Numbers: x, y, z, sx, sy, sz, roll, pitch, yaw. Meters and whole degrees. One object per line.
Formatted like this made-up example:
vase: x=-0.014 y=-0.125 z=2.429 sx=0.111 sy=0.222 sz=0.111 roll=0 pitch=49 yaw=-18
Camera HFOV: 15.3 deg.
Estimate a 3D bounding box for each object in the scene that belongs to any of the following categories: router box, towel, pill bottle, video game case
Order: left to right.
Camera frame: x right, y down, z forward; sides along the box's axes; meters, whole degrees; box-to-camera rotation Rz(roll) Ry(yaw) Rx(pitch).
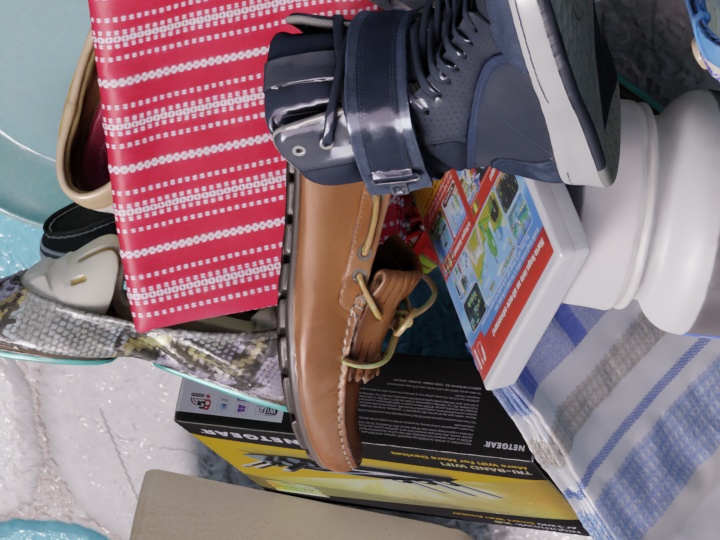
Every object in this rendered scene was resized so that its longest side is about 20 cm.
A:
towel: x=-0.051 y=-0.074 z=1.273 sx=0.144 sy=0.022 sz=0.201 roll=-10 pitch=113 yaw=-11
router box: x=0.021 y=0.089 z=1.428 sx=0.199 sy=0.052 sz=0.157 roll=5 pitch=163 yaw=21
video game case: x=0.048 y=-0.063 z=1.247 sx=0.017 sy=0.201 sz=0.143 roll=-12 pitch=157 yaw=-18
towel: x=0.151 y=0.067 z=1.345 sx=0.200 sy=0.147 sz=0.024 roll=54 pitch=155 yaw=-20
pill bottle: x=0.189 y=-0.022 z=1.229 sx=0.199 sy=0.114 sz=0.114 roll=6 pitch=133 yaw=-6

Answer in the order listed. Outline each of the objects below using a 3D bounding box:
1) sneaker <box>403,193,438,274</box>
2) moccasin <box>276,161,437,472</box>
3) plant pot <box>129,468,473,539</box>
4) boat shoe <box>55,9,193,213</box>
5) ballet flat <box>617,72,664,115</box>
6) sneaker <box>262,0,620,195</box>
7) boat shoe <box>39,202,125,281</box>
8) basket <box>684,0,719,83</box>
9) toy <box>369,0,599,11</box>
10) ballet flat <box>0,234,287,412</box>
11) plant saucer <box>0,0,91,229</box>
sneaker: x=0.019 y=-0.015 z=1.371 sx=0.077 sy=0.085 sz=0.200 roll=38 pitch=134 yaw=-11
moccasin: x=0.000 y=0.000 z=1.269 sx=0.077 sy=0.074 sz=0.202 roll=3 pitch=104 yaw=-2
plant pot: x=-0.042 y=0.256 z=1.531 sx=0.199 sy=0.178 sz=0.200 roll=9 pitch=146 yaw=17
boat shoe: x=-0.092 y=-0.118 z=1.293 sx=0.073 sy=0.069 sz=0.201 roll=23 pitch=101 yaw=16
ballet flat: x=0.089 y=-0.091 z=1.278 sx=0.200 sy=0.068 sz=0.068 roll=44 pitch=92 yaw=-13
sneaker: x=0.024 y=-0.092 z=1.081 sx=0.145 sy=0.077 sz=0.203 roll=3 pitch=154 yaw=12
boat shoe: x=-0.083 y=-0.046 z=1.363 sx=0.199 sy=0.069 sz=0.057 roll=-15 pitch=118 yaw=24
basket: x=0.202 y=-0.144 z=1.120 sx=0.138 sy=0.177 sz=0.201 roll=0 pitch=136 yaw=11
toy: x=0.068 y=-0.156 z=1.076 sx=0.115 sy=0.047 sz=0.200 roll=27 pitch=151 yaw=-24
ballet flat: x=-0.109 y=0.018 z=1.342 sx=0.199 sy=0.072 sz=0.072 roll=11 pitch=133 yaw=-3
plant saucer: x=-0.160 y=-0.107 z=1.408 sx=0.199 sy=0.036 sz=0.201 roll=11 pitch=132 yaw=13
